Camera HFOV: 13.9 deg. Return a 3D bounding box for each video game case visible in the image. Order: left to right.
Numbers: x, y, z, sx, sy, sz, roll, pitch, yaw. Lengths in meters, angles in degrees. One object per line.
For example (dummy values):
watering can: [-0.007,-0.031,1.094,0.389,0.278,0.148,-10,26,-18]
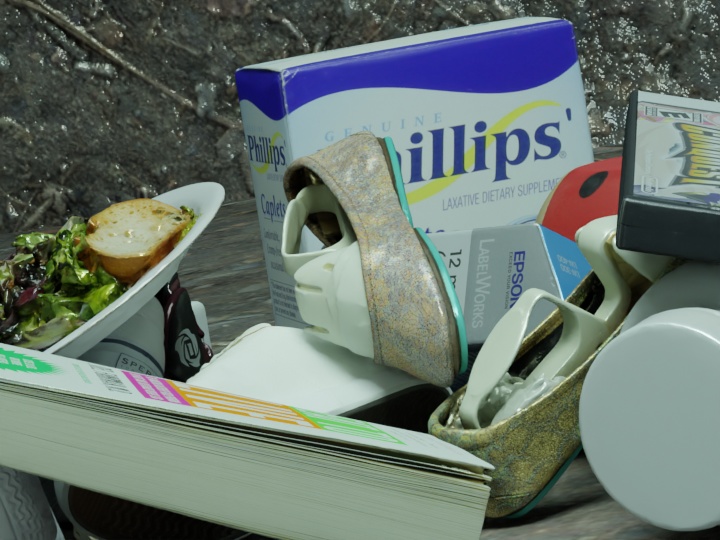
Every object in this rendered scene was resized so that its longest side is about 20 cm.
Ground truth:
video game case: [0.197,-0.031,1.210,0.180,0.026,0.200,9,16,4]

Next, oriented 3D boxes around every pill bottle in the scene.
pill bottle: [0.169,0.042,1.194,0.110,0.111,0.200,-6,7,34]

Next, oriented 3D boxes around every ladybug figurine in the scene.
ladybug figurine: [0.172,-0.028,1.618,0.135,0.072,0.200,-18,9,-41]

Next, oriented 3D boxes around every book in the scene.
book: [-0.059,0.071,1.192,0.199,0.048,0.134,13,4,-13]

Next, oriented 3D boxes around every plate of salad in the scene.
plate of salad: [-0.151,0.010,1.350,0.200,0.048,0.200,-32,14,9]

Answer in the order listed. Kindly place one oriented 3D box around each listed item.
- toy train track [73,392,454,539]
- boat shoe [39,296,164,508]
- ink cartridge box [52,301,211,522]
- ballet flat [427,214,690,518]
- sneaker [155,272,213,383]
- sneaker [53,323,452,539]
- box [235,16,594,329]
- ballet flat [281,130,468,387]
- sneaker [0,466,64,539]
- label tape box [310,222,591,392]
toy train track: [-0.042,0.098,1.373,0.200,0.033,0.115,-21,42,-30]
boat shoe: [-0.157,0.072,1.412,0.200,0.074,0.067,-25,35,37]
ink cartridge box: [-0.177,0.078,1.557,0.146,0.083,0.200,-7,6,20]
ballet flat: [0.104,0.018,1.282,0.200,0.071,0.071,-48,14,-9]
sneaker: [-0.082,0.051,1.496,0.075,0.116,0.200,-8,6,15]
sneaker: [-0.061,0.071,1.328,0.199,0.073,0.085,-10,34,-35]
box: [0.039,-0.037,1.738,0.183,0.201,0.105,-11,7,-14]
ballet flat: [0.000,0.000,1.355,0.067,0.068,0.200,-10,27,-6]
sneaker: [-0.193,0.112,1.289,0.113,0.076,0.200,-22,-5,-7]
label tape box: [0.096,0.027,1.436,0.199,0.066,0.143,-7,-21,38]
